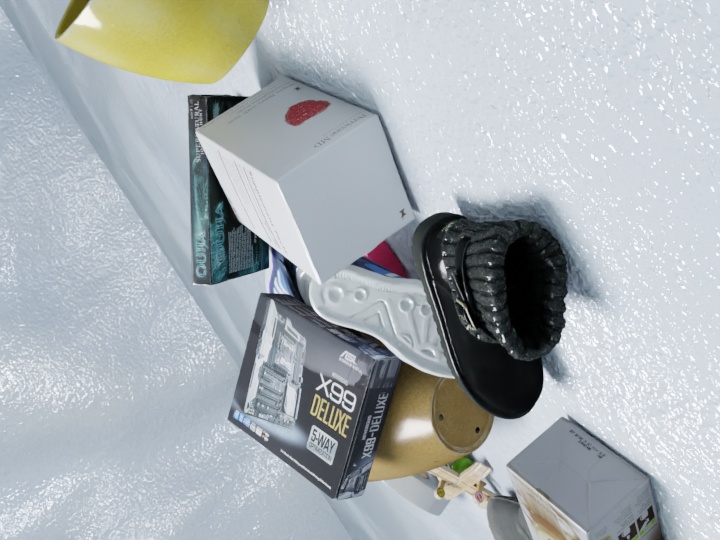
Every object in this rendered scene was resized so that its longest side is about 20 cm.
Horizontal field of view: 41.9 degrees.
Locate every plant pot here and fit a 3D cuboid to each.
[{"bbox_3d":[-0.168,-0.257,0.872,0.141,0.202,0.199,33,175,-27],"label":"plant pot"},{"bbox_3d":[0.056,0.154,1.077,0.198,0.186,0.188,-9,117,55],"label":"plant pot"}]

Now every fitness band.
[{"bbox_3d":[0.000,0.000,1.135,0.145,0.037,0.199,59,163,-13],"label":"fitness band"}]

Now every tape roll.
[{"bbox_3d":[0.055,0.303,1.467,0.201,0.037,0.203,37,-179,-1],"label":"tape roll"}]

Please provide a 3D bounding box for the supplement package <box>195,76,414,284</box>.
[{"bbox_3d":[-0.058,-0.097,0.940,0.199,0.120,0.121,34,152,52],"label":"supplement package"}]

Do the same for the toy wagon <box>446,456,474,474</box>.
[{"bbox_3d":[0.082,0.201,1.302,0.155,0.039,0.202,37,156,49],"label":"toy wagon"}]

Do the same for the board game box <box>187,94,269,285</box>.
[{"bbox_3d":[-0.146,-0.094,1.061,0.028,0.135,0.205,4,99,23],"label":"board game box"}]

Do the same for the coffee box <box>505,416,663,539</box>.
[{"bbox_3d":[0.224,0.255,0.901,0.114,0.079,0.202,36,156,51],"label":"coffee box"}]

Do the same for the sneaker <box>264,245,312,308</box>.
[{"bbox_3d":[-0.055,0.036,1.158,0.147,0.079,0.202,53,158,34],"label":"sneaker"}]

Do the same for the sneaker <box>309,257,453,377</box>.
[{"bbox_3d":[0.044,0.041,0.976,0.196,0.082,0.146,21,-174,5],"label":"sneaker"}]

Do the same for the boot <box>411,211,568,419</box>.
[{"bbox_3d":[0.124,0.050,0.776,0.214,0.079,0.157,61,164,-19],"label":"boot"}]

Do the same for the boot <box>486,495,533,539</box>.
[{"bbox_3d":[0.222,0.343,1.117,0.185,0.071,0.201,65,161,16],"label":"boot"}]

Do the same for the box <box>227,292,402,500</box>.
[{"bbox_3d":[-0.055,0.134,1.045,0.049,0.161,0.198,4,-163,-47],"label":"box"}]

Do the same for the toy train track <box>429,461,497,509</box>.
[{"bbox_3d":[0.097,0.273,1.248,0.198,0.033,0.115,30,138,-10],"label":"toy train track"}]
